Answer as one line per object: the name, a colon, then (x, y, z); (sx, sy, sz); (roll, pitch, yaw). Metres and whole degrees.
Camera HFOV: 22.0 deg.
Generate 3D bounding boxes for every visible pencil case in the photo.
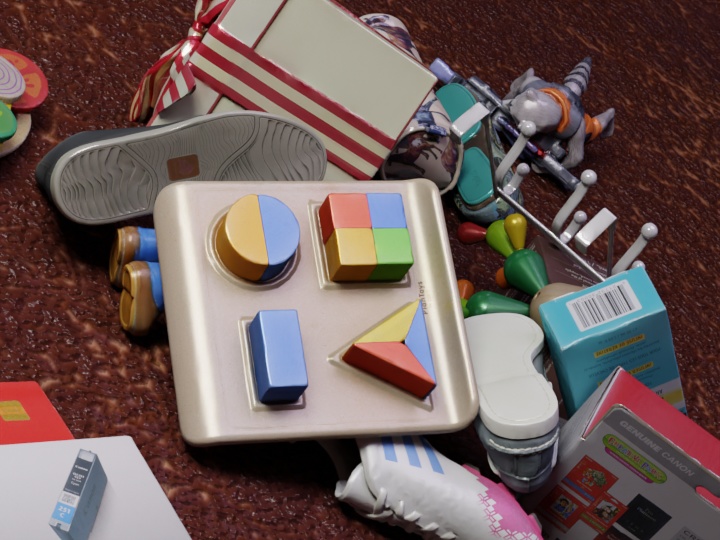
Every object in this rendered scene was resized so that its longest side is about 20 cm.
pencil case: (0.031, -0.155, 1.697); (0.089, 0.078, 0.200); (39, 20, -40)

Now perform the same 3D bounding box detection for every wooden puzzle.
wooden puzzle: (-0.028, 0.019, 1.225); (0.199, 0.046, 0.186); (-3, 67, -16)

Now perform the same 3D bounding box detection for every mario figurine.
mario figurine: (-0.074, 0.020, 1.299); (0.199, 0.106, 0.124); (0, 74, -18)

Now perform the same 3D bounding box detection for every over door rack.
over door rack: (0.162, -0.061, 1.483); (0.148, 0.067, 0.200); (42, 0, 20)

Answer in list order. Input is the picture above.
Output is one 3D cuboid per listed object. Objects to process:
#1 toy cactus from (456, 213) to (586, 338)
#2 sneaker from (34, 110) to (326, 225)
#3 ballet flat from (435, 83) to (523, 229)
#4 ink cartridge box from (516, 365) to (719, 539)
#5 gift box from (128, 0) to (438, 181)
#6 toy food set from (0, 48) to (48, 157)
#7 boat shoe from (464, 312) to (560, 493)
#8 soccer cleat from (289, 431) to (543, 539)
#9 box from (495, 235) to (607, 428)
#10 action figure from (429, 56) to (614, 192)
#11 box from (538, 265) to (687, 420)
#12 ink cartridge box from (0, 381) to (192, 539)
toy cactus: (0.119, 0.023, 1.453); (0.164, 0.103, 0.200); (0, 32, 19)
sneaker: (-0.130, -0.080, 1.316); (0.199, 0.075, 0.106); (-5, 13, -20)
ballet flat: (0.107, -0.097, 1.723); (0.074, 0.074, 0.200); (22, 32, -24)
ink cartridge box: (0.224, 0.170, 1.279); (0.200, 0.176, 0.084); (36, 46, 1)
gift box: (-0.057, -0.144, 1.418); (0.186, 0.185, 0.200); (34, 2, -5)
toy food set: (-0.319, -0.149, 1.324); (0.197, 0.049, 0.200); (25, 29, -20)
boat shoe: (0.101, 0.088, 1.301); (0.072, 0.062, 0.200); (-8, 22, -2)
soccer cleat: (0.033, 0.151, 1.244); (0.200, 0.070, 0.086); (42, 50, 9)
box: (0.181, 0.067, 1.523); (0.100, 0.075, 0.200); (23, 31, -22)
action figure: (0.175, -0.178, 1.876); (0.200, 0.105, 0.193); (39, 18, 3)
box: (0.192, 0.092, 1.363); (0.049, 0.082, 0.200); (-112, -179, -46)
ink cartridge box: (-0.211, 0.115, 1.034); (0.199, 0.045, 0.176); (1, 44, -48)
